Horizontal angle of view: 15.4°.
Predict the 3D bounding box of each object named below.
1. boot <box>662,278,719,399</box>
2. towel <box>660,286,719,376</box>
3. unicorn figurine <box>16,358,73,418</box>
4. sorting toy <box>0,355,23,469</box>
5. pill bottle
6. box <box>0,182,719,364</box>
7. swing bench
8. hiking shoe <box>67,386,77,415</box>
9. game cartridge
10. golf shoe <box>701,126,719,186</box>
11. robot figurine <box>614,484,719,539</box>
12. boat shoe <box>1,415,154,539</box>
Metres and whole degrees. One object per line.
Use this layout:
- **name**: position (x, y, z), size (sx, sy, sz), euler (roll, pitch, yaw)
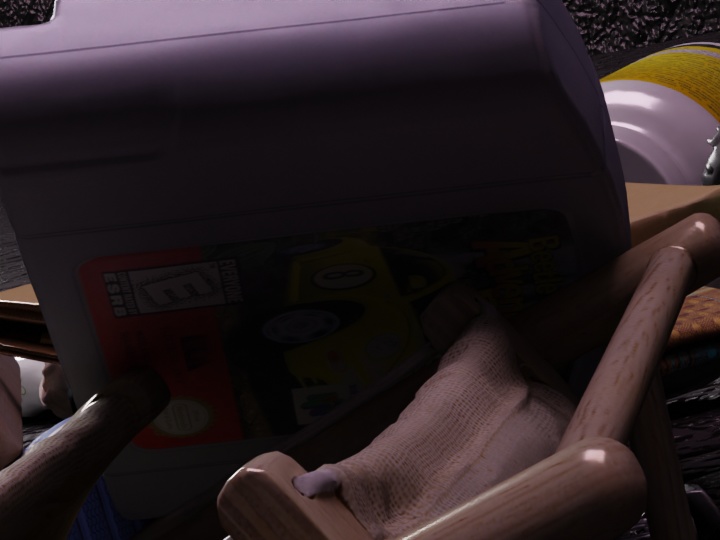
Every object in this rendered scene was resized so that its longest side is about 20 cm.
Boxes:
- **boot**: position (0.057, 0.041, 0.936), size (0.181, 0.073, 0.200), euler (-16, 4, 9)
- **towel**: position (0.023, 0.023, 0.855), size (0.146, 0.022, 0.200), euler (-15, 12, -24)
- **unicorn figurine**: position (-0.129, 0.040, 1.313), size (0.137, 0.074, 0.200), euler (-23, -3, -40)
- **sorting toy**: position (-0.214, 0.075, 0.890), size (0.199, 0.070, 0.199), euler (-35, 9, -3)
- **pill bottle**: position (0.133, -0.037, 1.214), size (0.112, 0.113, 0.200), euler (-10, 8, 24)
- **box**: position (0.000, 0.000, 0.881), size (0.199, 0.021, 0.163), euler (-16, 13, -38)
- **swing bench**: position (-0.022, 0.086, 0.504), size (0.199, 0.131, 0.199), euler (-12, 8, 14)
- **hiking shoe**: position (-0.071, 0.022, 1.027), size (0.074, 0.087, 0.200), euler (-18, -15, 7)
- **game cartridge**: position (-0.005, 0.000, 0.607), size (0.132, 0.041, 0.200), euler (-10, -29, 0)
- **golf shoe**: position (0.226, -0.025, 0.984), size (0.199, 0.078, 0.095), euler (3, 20, -8)
- **robot figurine**: position (0.020, 0.085, 0.714), size (0.144, 0.059, 0.200), euler (-14, 7, -2)
- **boat shoe**: position (-0.086, 0.085, 0.895), size (0.072, 0.073, 0.200), euler (-15, -4, 21)
